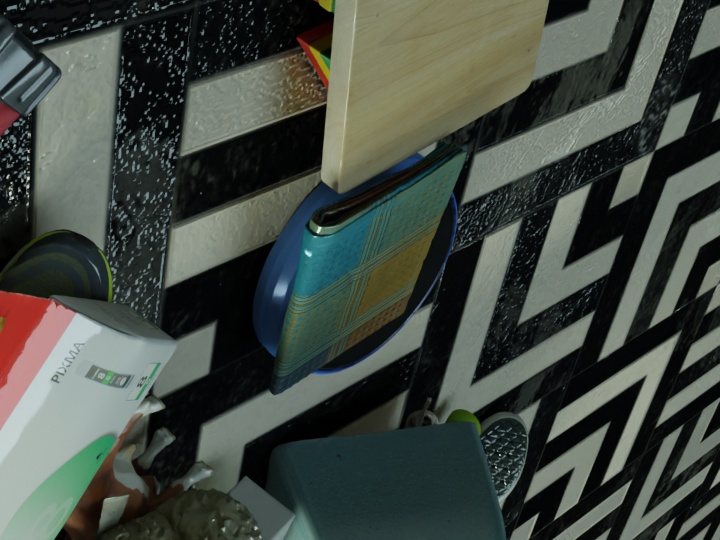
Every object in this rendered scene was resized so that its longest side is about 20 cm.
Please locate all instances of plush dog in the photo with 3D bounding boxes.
[{"bbox_3d":[-0.130,0.260,0.912,0.200,0.172,0.160,-52,156,1],"label":"plush dog"}]

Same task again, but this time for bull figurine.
[{"bbox_3d":[-0.177,0.160,0.988,0.121,0.065,0.200,-48,154,-17],"label":"bull figurine"}]

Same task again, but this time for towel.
[{"bbox_3d":[0.000,0.000,0.999,0.147,0.022,0.200,-31,155,-32],"label":"towel"}]

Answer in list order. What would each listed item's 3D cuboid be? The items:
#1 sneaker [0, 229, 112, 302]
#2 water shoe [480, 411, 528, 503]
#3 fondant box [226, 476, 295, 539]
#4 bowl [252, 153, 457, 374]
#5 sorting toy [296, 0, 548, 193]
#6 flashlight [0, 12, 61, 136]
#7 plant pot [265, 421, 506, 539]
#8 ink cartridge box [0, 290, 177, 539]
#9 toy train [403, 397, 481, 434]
[{"bbox_3d":[-0.211,0.067,0.794,0.200,0.074,0.081,-58,-170,7],"label":"sneaker"},{"bbox_3d":[0.124,0.247,1.529,0.079,0.071,0.200,-150,-97,-79],"label":"water shoe"},{"bbox_3d":[-0.141,0.283,1.121,0.144,0.058,0.200,-41,162,-49],"label":"fondant box"},{"bbox_3d":[0.002,-0.003,1.087,0.201,0.039,0.201,-36,147,-28],"label":"bowl"},{"bbox_3d":[0.041,-0.182,0.913,0.200,0.070,0.199,-32,145,-33],"label":"sorting toy"},{"bbox_3d":[-0.239,-0.049,0.671,0.200,0.068,0.068,-46,-172,-4],"label":"flashlight"},{"bbox_3d":[0.028,0.281,1.208,0.196,0.200,0.196,-4,133,-17],"label":"plant pot"},{"bbox_3d":[-0.181,0.091,0.724,0.161,0.050,0.200,-57,173,1],"label":"ink cartridge box"},{"bbox_3d":[0.082,0.176,1.368,0.116,0.085,0.200,-37,149,-45],"label":"toy train"}]
